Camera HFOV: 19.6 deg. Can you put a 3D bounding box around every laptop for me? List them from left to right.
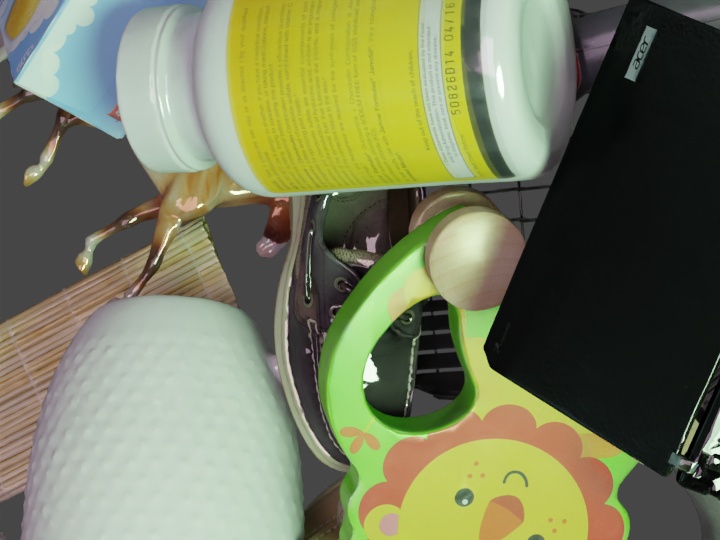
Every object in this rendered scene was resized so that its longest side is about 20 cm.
[{"bbox_3d":[0.181,0.006,0.881,0.200,0.103,0.177,20,101,-9],"label":"laptop"}]

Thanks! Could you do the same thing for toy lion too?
[{"bbox_3d":[0.057,0.088,1.018,0.200,0.069,0.192,41,95,-17],"label":"toy lion"}]

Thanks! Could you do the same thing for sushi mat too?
[{"bbox_3d":[-0.154,0.054,1.202,0.200,0.012,0.096,-27,85,17],"label":"sushi mat"}]

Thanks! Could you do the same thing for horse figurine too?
[{"bbox_3d":[-0.126,-0.069,1.164,0.133,0.050,0.200,-38,74,3],"label":"horse figurine"}]

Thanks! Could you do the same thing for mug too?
[{"bbox_3d":[-0.078,0.107,1.096,0.200,0.148,0.176,-4,71,14],"label":"mug"}]

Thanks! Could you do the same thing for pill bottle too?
[{"bbox_3d":[-0.008,-0.092,0.973,0.200,0.112,0.112,-3,91,22],"label":"pill bottle"}]

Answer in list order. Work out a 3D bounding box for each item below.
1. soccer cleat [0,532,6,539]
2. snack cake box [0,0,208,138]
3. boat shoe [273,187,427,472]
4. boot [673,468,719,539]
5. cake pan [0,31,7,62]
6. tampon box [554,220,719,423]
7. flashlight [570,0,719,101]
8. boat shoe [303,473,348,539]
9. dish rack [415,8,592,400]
[{"bbox_3d":[-0.214,0.200,1.202,0.200,0.069,0.085,37,122,18],"label":"soccer cleat"},{"bbox_3d":[-0.105,-0.181,1.065,0.067,0.115,0.200,28,106,-25],"label":"snack cake box"},{"bbox_3d":[0.000,0.000,1.045,0.072,0.065,0.200,4,80,-19],"label":"boat shoe"},{"bbox_3d":[0.179,0.173,1.073,0.132,0.070,0.200,-40,75,22],"label":"boot"},{"bbox_3d":[-0.242,-0.199,1.197,0.200,0.037,0.200,-2,86,22],"label":"cake pan"},{"bbox_3d":[0.202,-0.003,0.984,0.126,0.200,0.150,-41,79,16],"label":"tampon box"},{"bbox_3d":[0.142,-0.114,1.019,0.200,0.068,0.068,-12,52,13],"label":"flashlight"},{"bbox_3d":[0.023,0.138,1.111,0.200,0.065,0.072,-35,97,19],"label":"boat shoe"},{"bbox_3d":[0.067,-0.030,1.105,0.153,0.055,0.200,-5,91,19],"label":"dish rack"}]
